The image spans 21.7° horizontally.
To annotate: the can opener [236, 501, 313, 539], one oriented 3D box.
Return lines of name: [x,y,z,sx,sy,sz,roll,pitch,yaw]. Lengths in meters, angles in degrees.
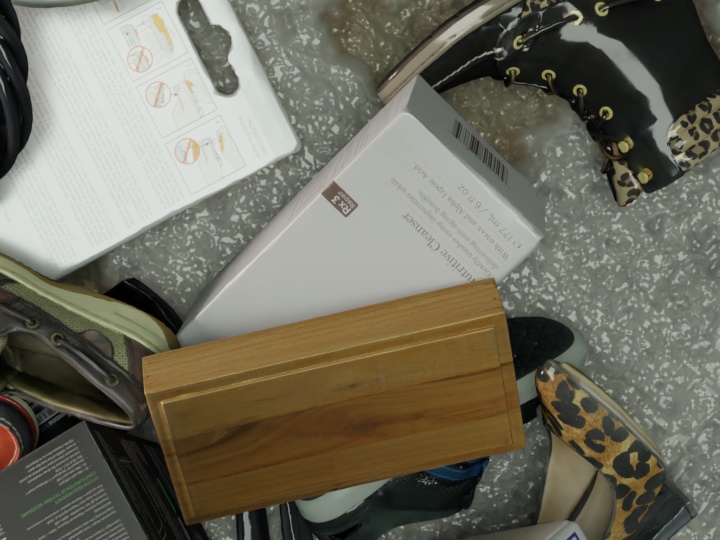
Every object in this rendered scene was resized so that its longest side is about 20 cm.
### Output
can opener: [-0.045,0.225,1.137,0.063,0.079,0.202,0,87,5]

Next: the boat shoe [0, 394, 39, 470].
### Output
boat shoe: [-0.281,0.130,1.098,0.198,0.063,0.072,-21,104,10]

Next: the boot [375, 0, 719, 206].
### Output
boot: [0.125,-0.106,1.107,0.199,0.073,0.151,-32,96,-5]

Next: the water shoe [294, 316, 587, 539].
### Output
water shoe: [0.053,0.101,1.135,0.199,0.072,0.079,-30,124,-1]

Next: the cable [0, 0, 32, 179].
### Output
cable: [-0.254,-0.106,1.039,0.163,0.051,0.200,48,126,6]

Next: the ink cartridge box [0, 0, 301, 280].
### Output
ink cartridge box: [-0.158,-0.098,1.110,0.199,0.050,0.163,-28,95,-4]

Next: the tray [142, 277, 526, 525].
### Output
tray: [-0.013,0.074,1.039,0.198,0.037,0.099,-12,125,0]

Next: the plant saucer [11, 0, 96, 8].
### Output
plant saucer: [-0.165,-0.233,1.070,0.198,0.050,0.202,-2,71,7]

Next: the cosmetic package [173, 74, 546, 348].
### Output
cosmetic package: [0.000,0.000,1.078,0.113,0.081,0.200,41,109,-8]

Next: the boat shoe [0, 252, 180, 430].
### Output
boat shoe: [-0.202,0.036,1.055,0.198,0.065,0.074,14,135,5]

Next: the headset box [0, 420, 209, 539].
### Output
headset box: [-0.184,0.173,1.061,0.173,0.200,0.093,-30,80,0]

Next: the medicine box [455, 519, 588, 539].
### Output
medicine box: [0.087,0.262,1.074,0.103,0.182,0.201,-34,97,-36]

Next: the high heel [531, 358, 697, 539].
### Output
high heel: [0.111,0.143,1.091,0.142,0.071,0.200,-42,134,-2]

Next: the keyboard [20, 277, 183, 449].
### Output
keyboard: [-0.195,0.070,1.129,0.199,0.040,0.104,-34,103,10]
